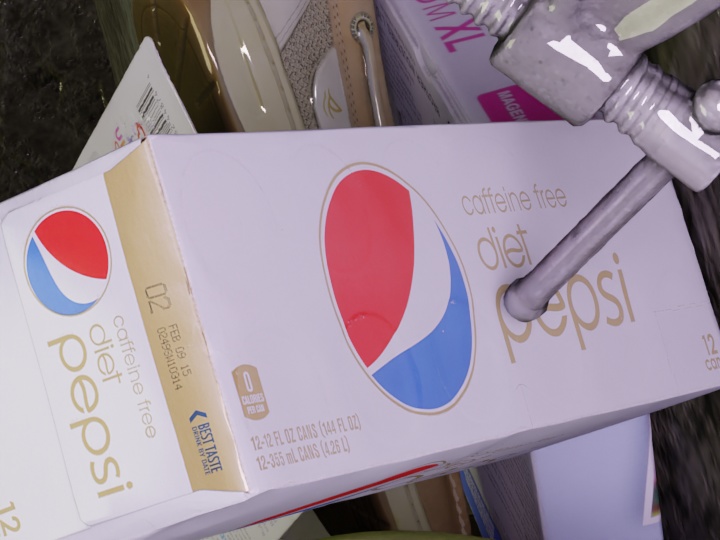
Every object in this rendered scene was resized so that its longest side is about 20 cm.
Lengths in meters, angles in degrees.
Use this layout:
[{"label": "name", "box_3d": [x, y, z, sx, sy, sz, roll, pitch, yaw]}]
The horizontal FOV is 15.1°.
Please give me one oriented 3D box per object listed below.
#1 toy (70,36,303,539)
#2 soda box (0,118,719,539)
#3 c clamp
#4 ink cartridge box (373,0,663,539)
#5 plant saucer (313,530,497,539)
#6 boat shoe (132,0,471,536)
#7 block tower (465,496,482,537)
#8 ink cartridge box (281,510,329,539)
[{"label": "toy", "box_3d": [-0.044, 0.028, 0.737, 0.115, 0.047, 0.200, 62, 155, 15]}, {"label": "soda box", "box_3d": [0.001, 0.011, 0.558, 0.200, 0.064, 0.068, -7, -102, -57]}, {"label": "c clamp", "box_3d": [-0.002, -0.085, 0.451, 0.200, 0.027, 0.171, 40, 140, -8]}, {"label": "ink cartridge box", "box_3d": [0.047, 0.019, 0.759, 0.119, 0.042, 0.200, -116, 14, -54]}, {"label": "plant saucer", "box_3d": [0.048, 0.132, 0.629, 0.200, 0.031, 0.200, 22, 136, 23]}, {"label": "boat shoe", "box_3d": [-0.001, -0.001, 0.757, 0.073, 0.063, 0.201, 14, 127, 64]}, {"label": "block tower", "box_3d": [0.029, 0.154, 0.935, 0.058, 0.054, 0.200, 129, 142, -82]}, {"label": "ink cartridge box", "box_3d": [-0.037, 0.139, 1.014, 0.084, 0.200, 0.146, -149, 44, -79]}]
